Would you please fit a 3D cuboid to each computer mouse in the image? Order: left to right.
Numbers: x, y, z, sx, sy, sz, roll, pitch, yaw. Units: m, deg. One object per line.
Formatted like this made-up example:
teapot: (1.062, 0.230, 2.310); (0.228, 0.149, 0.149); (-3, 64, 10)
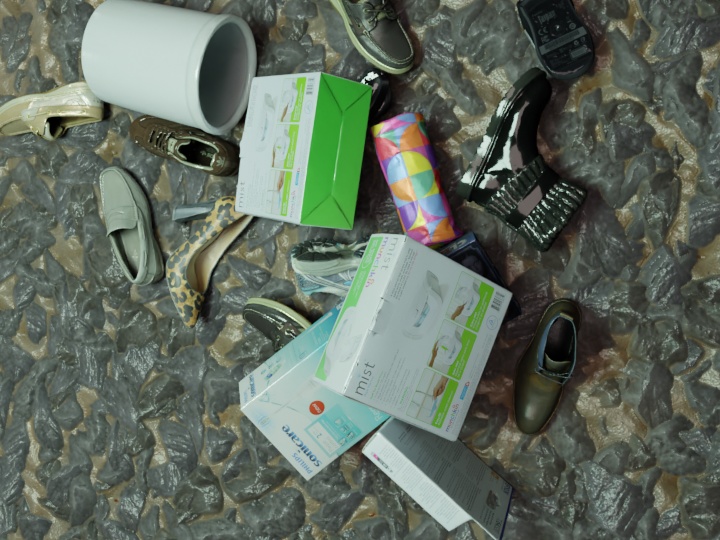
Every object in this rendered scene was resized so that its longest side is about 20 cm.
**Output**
computer mouse: (0.280, -0.362, 1.015); (0.140, 0.046, 0.201); (-29, 80, 10)

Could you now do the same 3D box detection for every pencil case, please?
pencil case: (0.079, -0.127, 1.056); (0.088, 0.088, 0.201); (-17, 88, 15)

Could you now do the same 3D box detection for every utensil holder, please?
utensil holder: (-0.280, -0.306, 1.107); (0.199, 0.170, 0.171); (16, 96, 17)

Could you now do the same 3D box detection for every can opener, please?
can opener: (-0.021, -0.207, 1.094); (0.063, 0.079, 0.200); (45, 115, 17)

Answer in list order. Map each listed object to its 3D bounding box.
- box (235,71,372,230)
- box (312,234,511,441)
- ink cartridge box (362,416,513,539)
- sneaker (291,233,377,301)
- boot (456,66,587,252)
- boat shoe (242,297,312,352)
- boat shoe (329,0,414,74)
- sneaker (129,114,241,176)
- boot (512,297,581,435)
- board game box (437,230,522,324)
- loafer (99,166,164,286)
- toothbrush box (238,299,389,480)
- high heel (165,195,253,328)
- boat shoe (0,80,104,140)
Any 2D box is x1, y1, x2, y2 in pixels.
box: (-0.087, -0.167, 1.052); (0.176, 0.096, 0.201); (13, 96, 51)
box: (0.066, 0.081, 0.924); (0.176, 0.097, 0.201); (25, 82, -25)
ink cartridge box: (0.110, 0.270, 1.005); (0.200, 0.196, 0.043); (42, 104, 10)
sneaker: (0.000, 0.000, 1.099); (0.199, 0.078, 0.087); (1, 127, 3)
boot: (0.243, -0.148, 1.010); (0.158, 0.079, 0.212); (33, 111, 19)
boat shoe: (-0.096, 0.109, 1.103); (0.199, 0.073, 0.065); (28, 57, 13)
boat shoe: (0.010, -0.370, 1.064); (0.073, 0.065, 0.200); (-35, 82, -20)
sneaker: (-0.281, -0.201, 1.155); (0.199, 0.076, 0.071); (19, 97, 13)
boot: (0.248, 0.136, 1.013); (0.074, 0.097, 0.201); (16, 96, 14)
board game box: (0.106, 0.052, 1.053); (0.200, 0.035, 0.136); (-31, 110, 14)
loafer: (-0.370, -0.072, 1.188); (0.070, 0.070, 0.201); (-24, 86, 15)
toothbrush box: (-0.044, 0.159, 1.016); (0.200, 0.085, 0.147); (-37, 110, 2)
high heel: (-0.223, -0.015, 1.147); (0.142, 0.071, 0.201); (-6, 82, 22)
boat shoe: (-0.508, -0.248, 1.217); (0.199, 0.074, 0.070); (-14, 83, 15)
